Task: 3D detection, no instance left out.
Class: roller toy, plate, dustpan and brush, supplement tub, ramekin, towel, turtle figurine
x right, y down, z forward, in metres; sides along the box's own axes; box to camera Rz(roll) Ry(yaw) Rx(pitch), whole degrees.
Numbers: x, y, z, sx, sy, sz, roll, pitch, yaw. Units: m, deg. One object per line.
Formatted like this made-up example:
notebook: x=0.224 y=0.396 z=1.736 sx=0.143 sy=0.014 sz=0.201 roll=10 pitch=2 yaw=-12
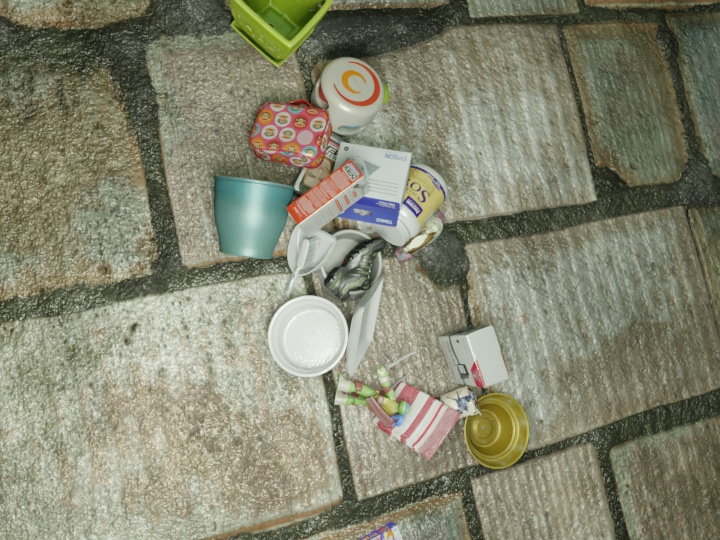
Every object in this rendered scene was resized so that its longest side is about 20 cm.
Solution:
roller toy: x=-0.040 y=-0.472 z=1.746 sx=0.200 sy=0.140 sz=0.183 roll=34 pitch=62 yaw=-8
plate: x=0.006 y=0.137 z=1.615 sx=0.032 sy=0.200 sz=0.200 roll=16 pitch=116 yaw=10
dustpan and brush: x=-0.153 y=-0.016 z=1.666 sx=0.057 sy=0.139 sz=0.200 roll=-2 pitch=116 yaw=-52
supplement tub: x=0.130 y=-0.181 z=1.754 sx=0.145 sy=0.145 sz=0.200 roll=43 pitch=71 yaw=-8
ramekin: x=-0.125 y=0.169 z=1.608 sx=0.200 sy=0.098 sz=0.201 roll=-1 pitch=77 yaw=6
towel: x=0.141 y=0.382 z=1.659 sx=0.144 sy=0.200 sz=0.023 roll=-51 pitch=139 yaw=-19
turtle figurine: x=0.037 y=0.298 z=1.659 sx=0.193 sy=0.144 sz=0.201 roll=9 pitch=78 yaw=-2

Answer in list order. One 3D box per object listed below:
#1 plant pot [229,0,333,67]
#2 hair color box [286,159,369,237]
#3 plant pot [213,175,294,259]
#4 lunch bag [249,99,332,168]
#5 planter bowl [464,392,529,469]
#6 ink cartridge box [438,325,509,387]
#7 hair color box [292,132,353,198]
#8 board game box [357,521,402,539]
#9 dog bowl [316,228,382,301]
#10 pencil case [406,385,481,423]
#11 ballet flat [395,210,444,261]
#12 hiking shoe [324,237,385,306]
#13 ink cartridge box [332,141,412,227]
plant pot: x=-0.221 y=-0.676 z=1.695 sx=0.200 sy=0.181 sz=0.199 roll=40 pitch=72 yaw=-9
hair color box: x=-0.079 y=-0.179 z=1.601 sx=0.200 sy=0.111 sz=0.064 roll=-36 pitch=74 yaw=-1
plant pot: x=-0.273 y=-0.128 z=1.593 sx=0.200 sy=0.200 sz=0.189 roll=6 pitch=93 yaw=-18
lunch bag: x=-0.179 y=-0.369 z=1.683 sx=0.199 sy=0.082 sz=0.177 roll=12 pitch=74 yaw=9
planter bowl: x=0.358 y=0.439 z=1.766 sx=0.200 sy=0.083 sz=0.201 roll=3 pitch=80 yaw=-18
ink cartridge box: x=0.300 y=0.231 z=1.719 sx=0.083 sy=0.200 sz=0.146 roll=-18 pitch=87 yaw=-16
hair color box: x=-0.105 y=-0.275 z=1.735 sx=0.099 sy=0.061 sz=0.200 roll=29 pitch=74 yaw=-13
board game box: x=0.065 y=0.771 z=1.635 sx=0.134 sy=0.045 sz=0.200 roll=-21 pitch=89 yaw=-20
dog bowl: x=-0.032 y=-0.020 z=1.721 sx=0.200 sy=0.059 sz=0.201 roll=3 pitch=81 yaw=-18
pencil case: x=0.216 y=0.377 z=1.694 sx=0.200 sy=0.089 sz=0.078 roll=-25 pitch=116 yaw=7
ballet flat: x=0.179 y=-0.100 z=1.797 sx=0.200 sy=0.071 sz=0.069 roll=-43 pitch=96 yaw=-20
hiking shoe: x=0.000 y=0.000 z=1.668 sx=0.200 sy=0.076 sz=0.101 roll=-42 pitch=107 yaw=-12
ink cartridge box: x=0.020 y=-0.227 z=1.676 sx=0.199 sy=0.041 sz=0.201 roll=10 pitch=78 yaw=10
